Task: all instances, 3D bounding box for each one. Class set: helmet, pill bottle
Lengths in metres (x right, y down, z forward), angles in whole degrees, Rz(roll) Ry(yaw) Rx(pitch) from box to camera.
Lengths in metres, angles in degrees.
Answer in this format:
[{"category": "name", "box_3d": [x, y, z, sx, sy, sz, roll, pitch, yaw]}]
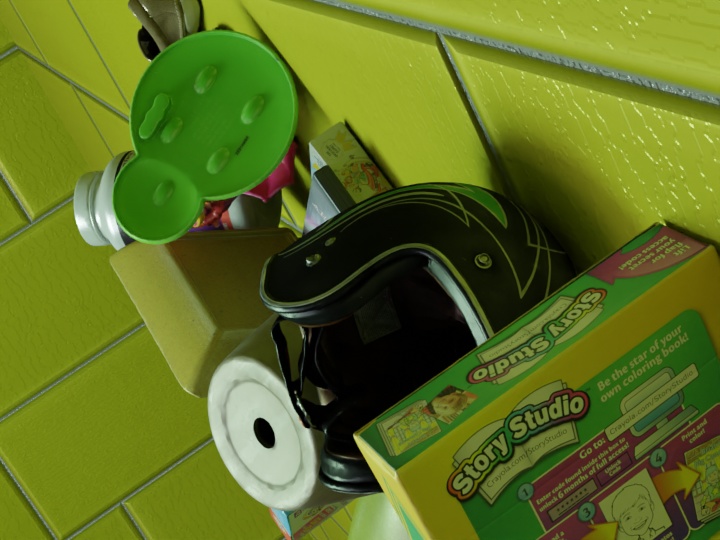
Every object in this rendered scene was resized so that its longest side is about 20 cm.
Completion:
[{"category": "helmet", "box_3d": [0.048, 0.037, 0.950, 0.200, 0.189, 0.202, -14, -90, -82]}, {"category": "pill bottle", "box_3d": [-0.187, -0.071, 1.550, 0.112, 0.198, 0.114, -5, -90, -71]}]

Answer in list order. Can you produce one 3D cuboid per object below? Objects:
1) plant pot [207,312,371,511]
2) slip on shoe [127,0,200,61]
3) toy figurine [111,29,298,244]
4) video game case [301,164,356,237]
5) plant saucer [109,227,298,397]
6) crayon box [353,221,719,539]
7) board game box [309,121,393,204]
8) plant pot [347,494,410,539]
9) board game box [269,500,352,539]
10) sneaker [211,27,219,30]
[{"category": "plant pot", "box_3d": [-0.011, 0.090, 1.121, 0.199, 0.173, 0.202, 21, 121, 38]}, {"category": "slip on shoe", "box_3d": [-0.194, -0.233, 1.516, 0.076, 0.060, 0.200, 55, 168, 7]}, {"category": "toy figurine", "box_3d": [-0.125, -0.094, 1.374, 0.149, 0.201, 0.184, 31, 175, 15]}, {"category": "video game case", "box_3d": [0.000, 0.000, 1.287, 0.143, 0.019, 0.200, 55, 169, 8]}, {"category": "plant saucer", "box_3d": [-0.100, 0.023, 1.373, 0.200, 0.199, 0.049, 53, 135, 40]}, {"category": "crayon box", "box_3d": [0.122, 0.103, 0.792, 0.173, 0.199, 0.058, 62, 167, -24]}, {"category": "board game box", "box_3d": [0.028, -0.014, 1.264, 0.201, 0.034, 0.135, 53, 168, 16]}, {"category": "plant pot", "box_3d": [0.076, 0.205, 1.357, 0.187, 0.186, 0.201, 47, 150, 39]}, {"category": "board game box", "box_3d": [-0.001, 0.185, 1.503, 0.040, 0.199, 0.153, 52, 167, 16]}, {"category": "sneaker", "box_3d": [-0.162, -0.165, 1.471, 0.079, 0.090, 0.200, 58, 159, 5]}]
